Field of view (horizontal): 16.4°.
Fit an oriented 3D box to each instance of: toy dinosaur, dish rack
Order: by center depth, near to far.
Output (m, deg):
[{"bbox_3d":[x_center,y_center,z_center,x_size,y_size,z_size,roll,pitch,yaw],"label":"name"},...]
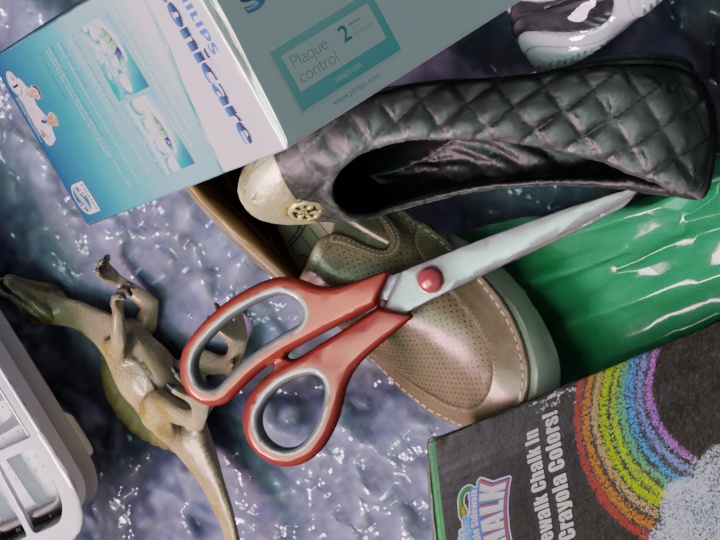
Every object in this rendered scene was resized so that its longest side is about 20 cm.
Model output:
[{"bbox_3d":[-0.090,0.061,1.191,0.200,0.058,0.101,52,142,9],"label":"toy dinosaur"},{"bbox_3d":[-0.215,0.054,1.242,0.172,0.044,0.200,-25,99,49],"label":"dish rack"}]

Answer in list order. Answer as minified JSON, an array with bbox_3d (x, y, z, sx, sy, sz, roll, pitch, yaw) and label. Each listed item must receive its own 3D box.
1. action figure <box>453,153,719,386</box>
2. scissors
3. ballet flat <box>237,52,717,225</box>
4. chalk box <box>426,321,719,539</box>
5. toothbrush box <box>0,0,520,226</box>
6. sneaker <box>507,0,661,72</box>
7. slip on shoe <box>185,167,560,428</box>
[{"bbox_3d":[0.119,0.003,1.029,0.200,0.055,0.118,-29,94,41],"label":"action figure"},{"bbox_3d":[0.015,0.003,1.016,0.200,0.014,0.073,-39,82,13],"label":"scissors"},{"bbox_3d":[0.042,-0.043,0.988,0.200,0.066,0.057,-10,68,20],"label":"ballet flat"},{"bbox_3d":[0.109,0.123,1.005,0.200,0.125,0.124,-25,142,29],"label":"chalk box"},{"bbox_3d":[-0.036,-0.100,0.970,0.085,0.146,0.200,60,152,-7],"label":"toothbrush box"},{"bbox_3d":[0.103,-0.168,0.943,0.115,0.075,0.200,49,130,-3],"label":"sneaker"},{"bbox_3d":[0.000,0.000,1.058,0.200,0.061,0.076,48,129,25],"label":"slip on shoe"}]
